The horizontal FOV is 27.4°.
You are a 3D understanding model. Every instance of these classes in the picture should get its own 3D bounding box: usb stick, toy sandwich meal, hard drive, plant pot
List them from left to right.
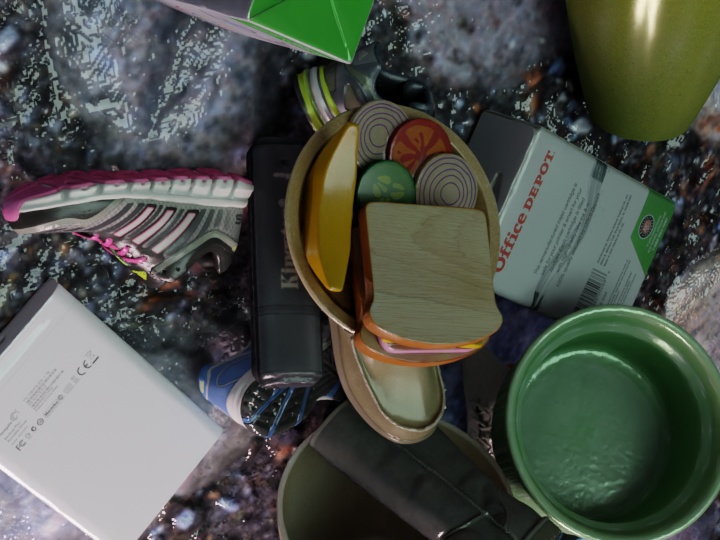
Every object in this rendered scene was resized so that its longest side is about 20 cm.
[{"bbox_3d":[-0.211,0.117,1.136,0.132,0.027,0.200,-51,126,-11],"label":"hard drive"},{"bbox_3d":[-0.059,-0.007,1.135,0.055,0.033,0.201,-1,72,-6],"label":"usb stick"},{"bbox_3d":[0.035,-0.031,1.096,0.204,0.070,0.207,5,79,-27],"label":"toy sandwich meal"},{"bbox_3d":[0.253,-0.221,1.273,0.186,0.187,0.201,-20,131,-28],"label":"plant pot"}]

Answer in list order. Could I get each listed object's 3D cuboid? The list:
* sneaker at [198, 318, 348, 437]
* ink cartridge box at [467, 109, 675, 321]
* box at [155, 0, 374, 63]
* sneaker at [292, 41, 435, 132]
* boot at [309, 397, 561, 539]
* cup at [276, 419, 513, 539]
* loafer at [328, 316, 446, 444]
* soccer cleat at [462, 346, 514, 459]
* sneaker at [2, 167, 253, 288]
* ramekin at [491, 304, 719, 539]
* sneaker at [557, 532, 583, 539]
[{"bbox_3d":[-0.047,0.072,1.210,0.199,0.077,0.076,-16,117,-49],"label":"sneaker"},{"bbox_3d":[0.168,-0.037,1.315,0.199,0.083,0.147,24,91,-39],"label":"ink cartridge box"},{"bbox_3d":[-0.051,-0.263,1.026,0.096,0.176,0.201,17,96,-38],"label":"box"},{"bbox_3d":[0.035,-0.105,1.187,0.081,0.074,0.200,-29,133,25],"label":"sneaker"},{"bbox_3d":[0.039,0.188,1.165,0.182,0.200,0.073,-32,157,-46],"label":"boot"},{"bbox_3d":[0.023,0.240,1.259,0.200,0.200,0.144,-25,148,-26],"label":"cup"},{"bbox_3d":[0.015,0.042,1.154,0.076,0.067,0.201,-25,95,-25],"label":"loafer"},{"bbox_3d":[0.125,0.158,1.363,0.077,0.069,0.201,-32,124,-19],"label":"soccer cleat"},{"bbox_3d":[-0.167,-0.028,1.088,0.199,0.074,0.088,-5,102,-39],"label":"sneaker"},{"bbox_3d":[0.208,0.136,1.266,0.199,0.098,0.201,2,78,-10],"label":"ramekin"},{"bbox_3d":[0.152,0.280,1.412,0.199,0.082,0.074,-20,118,-27],"label":"sneaker"}]
